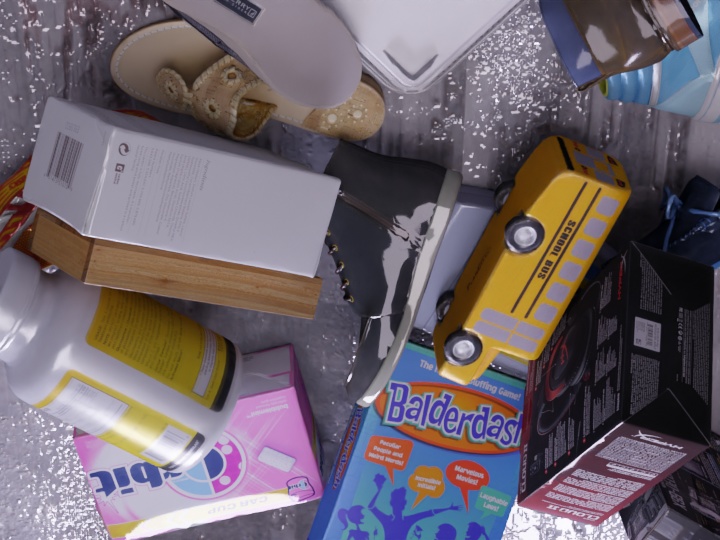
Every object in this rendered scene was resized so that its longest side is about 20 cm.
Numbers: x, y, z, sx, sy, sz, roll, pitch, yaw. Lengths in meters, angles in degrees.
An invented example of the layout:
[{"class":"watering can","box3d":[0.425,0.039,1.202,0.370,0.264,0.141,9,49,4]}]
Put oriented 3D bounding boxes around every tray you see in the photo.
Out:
[{"class":"tray","box3d":[-0.136,-0.006,1.318,0.198,0.098,0.037,9,99,-37]}]

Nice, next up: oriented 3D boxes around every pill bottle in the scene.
[{"class":"pill bottle","box3d":[-0.195,0.064,1.329,0.199,0.112,0.112,30,115,-24]}]

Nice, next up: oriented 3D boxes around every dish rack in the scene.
[{"class":"dish rack","box3d":[0.029,-0.228,1.273,0.171,0.044,0.200,-40,114,20]}]

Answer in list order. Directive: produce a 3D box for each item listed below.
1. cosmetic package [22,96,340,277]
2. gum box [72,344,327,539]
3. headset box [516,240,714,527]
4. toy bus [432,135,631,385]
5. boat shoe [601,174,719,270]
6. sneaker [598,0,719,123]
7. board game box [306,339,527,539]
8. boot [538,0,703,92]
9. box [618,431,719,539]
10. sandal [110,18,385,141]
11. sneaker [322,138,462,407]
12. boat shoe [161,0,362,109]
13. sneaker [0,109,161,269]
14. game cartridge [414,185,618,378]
[{"class":"cosmetic package","box3d":[-0.127,-0.059,1.275,0.199,0.113,0.082,13,98,-36]},{"class":"gum box","box3d":[-0.137,0.146,1.468,0.198,0.066,0.114,-13,120,4]},{"class":"headset box","box3d":[0.186,0.093,1.338,0.074,0.150,0.200,16,148,-14]},{"class":"toy bus","box3d":[0.126,-0.003,1.360,0.078,0.065,0.201,19,117,-15]},{"class":"boat shoe","box3d":[0.272,-0.046,1.385,0.199,0.084,0.069,-28,106,-8]},{"class":"sneaker","box3d":[0.222,-0.202,1.279,0.129,0.080,0.202,4,119,-7]},{"class":"board game box","box3d":[0.055,0.168,1.457,0.151,0.045,0.202,18,91,-17]},{"class":"boot","box3d":[0.148,-0.224,1.234,0.096,0.075,0.201,-32,86,18]},{"class":"box","box3d":[0.273,0.186,1.439,0.157,0.201,0.050,29,111,-20]},{"class":"sandal","box3d":[-0.082,-0.129,1.308,0.209,0.070,0.078,11,119,-9]},{"class":"sneaker","box3d":[0.000,0.000,1.366,0.105,0.075,0.202,19,106,2]},{"class":"boat shoe","box3d":[-0.085,-0.195,1.267,0.075,0.093,0.199,-49,127,7]},{"class":"sneaker","box3d":[-0.227,-0.054,1.356,0.199,0.073,0.077,-34,150,11]},{"class":"game cartridge","box3d":[0.130,0.014,1.426,0.198,0.041,0.134,24,113,-17]}]
